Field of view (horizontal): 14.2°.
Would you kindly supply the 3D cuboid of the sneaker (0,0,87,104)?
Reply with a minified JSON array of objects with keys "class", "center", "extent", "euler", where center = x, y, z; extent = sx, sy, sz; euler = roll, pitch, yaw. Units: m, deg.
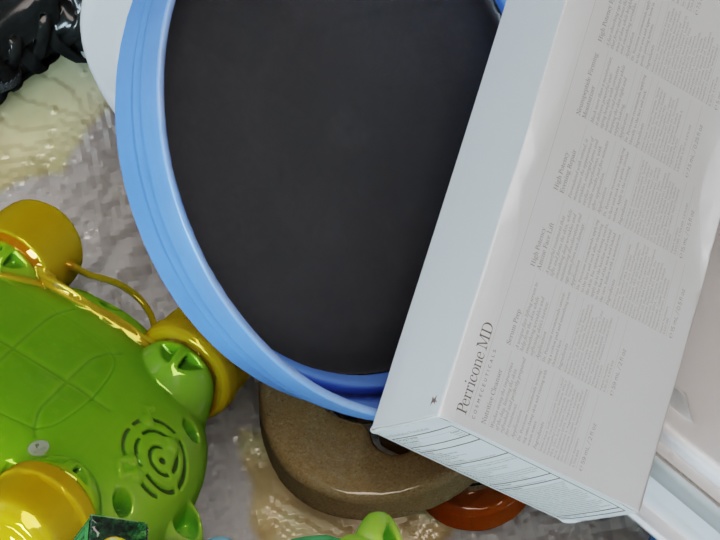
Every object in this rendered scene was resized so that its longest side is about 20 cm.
[{"class":"sneaker","center":[-0.133,-0.082,1.084],"extent":[0.112,0.073,0.200],"euler":[20,69,4]}]

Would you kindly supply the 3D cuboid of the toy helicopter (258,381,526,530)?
[{"class":"toy helicopter","center":[0.000,0.000,1.079],"extent":[0.132,0.079,0.201],"euler":[0,60,5]}]

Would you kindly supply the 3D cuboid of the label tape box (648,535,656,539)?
[{"class":"label tape box","center":[0.137,0.184,1.018],"extent":[0.144,0.063,0.200],"euler":[27,71,4]}]

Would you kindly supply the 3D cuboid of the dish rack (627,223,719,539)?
[{"class":"dish rack","center":[0.168,0.047,1.035],"extent":[0.200,0.044,0.172],"euler":[39,52,-3]}]

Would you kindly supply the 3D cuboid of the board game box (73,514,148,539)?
[{"class":"board game box","center":[-0.104,0.159,0.934],"extent":[0.023,0.200,0.105],"euler":[11,65,-14]}]

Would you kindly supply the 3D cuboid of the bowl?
[{"class":"bowl","center":[0.004,-0.050,0.970],"extent":[0.200,0.039,0.201],"euler":[4,83,-38]}]

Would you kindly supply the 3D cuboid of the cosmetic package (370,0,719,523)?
[{"class":"cosmetic package","center":[0.074,-0.025,0.960],"extent":[0.082,0.051,0.201],"euler":[27,69,-24]}]

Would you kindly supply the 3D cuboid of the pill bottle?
[{"class":"pill bottle","center":[-0.002,-0.123,1.071],"extent":[0.112,0.112,0.200],"euler":[37,57,8]}]

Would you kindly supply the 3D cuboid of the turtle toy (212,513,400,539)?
[{"class":"turtle toy","center":[-0.037,0.172,0.972],"extent":[0.101,0.146,0.200],"euler":[21,84,38]}]

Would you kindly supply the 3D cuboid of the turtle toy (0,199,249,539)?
[{"class":"turtle toy","center":[-0.141,0.051,1.019],"extent":[0.200,0.101,0.146],"euler":[30,41,13]}]
